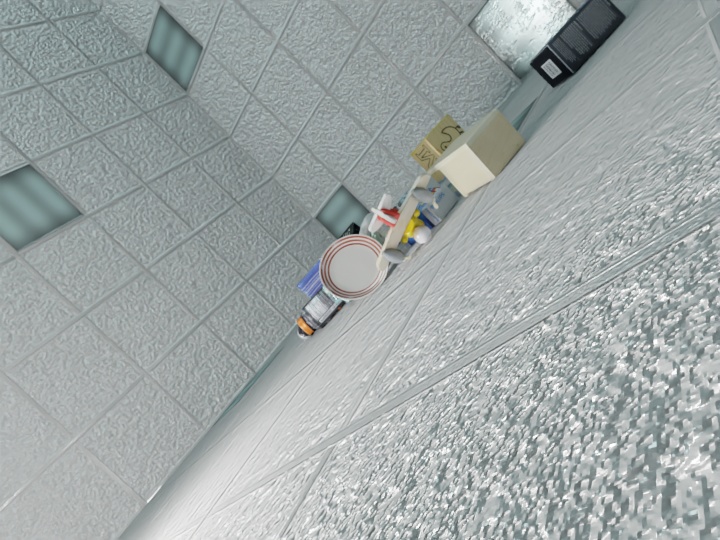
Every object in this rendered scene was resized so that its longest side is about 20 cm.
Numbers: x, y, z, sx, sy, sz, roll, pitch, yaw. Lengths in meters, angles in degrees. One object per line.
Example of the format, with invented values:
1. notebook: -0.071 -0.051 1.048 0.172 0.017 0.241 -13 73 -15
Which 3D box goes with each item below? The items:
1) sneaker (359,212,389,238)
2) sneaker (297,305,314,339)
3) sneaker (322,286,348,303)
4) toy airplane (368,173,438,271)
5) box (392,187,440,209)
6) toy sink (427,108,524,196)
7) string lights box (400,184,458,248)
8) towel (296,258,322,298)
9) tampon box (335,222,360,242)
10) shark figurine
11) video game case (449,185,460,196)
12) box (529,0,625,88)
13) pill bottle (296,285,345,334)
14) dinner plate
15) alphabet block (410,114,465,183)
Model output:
1. sneaker: 0.070 -0.123 1.584 0.199 0.099 0.079 -6 -59 -62
2. sneaker: -0.174 0.164 1.977 0.201 0.075 0.115 -57 -14 -38
3. sneaker: -0.040 0.066 1.696 0.199 0.087 0.078 -14 -24 -51
4. toy airplane: 0.110 -0.116 1.272 0.199 0.140 0.201 -45 -25 -31
5. box: 0.187 -0.214 1.708 0.135 0.040 0.200 1 34 33
6. toy sink: 0.273 -0.267 1.230 0.131 0.112 0.200 -48 8 -19
7. string lights box: 0.182 -0.148 1.445 0.103 0.059 0.200 -50 4 -30
8. towel: -0.123 0.060 1.901 0.145 0.200 0.024 -47 32 3
9. tampon box: -0.033 -0.046 1.957 0.200 0.149 0.127 -46 24 27
10. shark figurine: 0.049 0.002 1.479 0.090 0.126 0.217 69 -138 -66
11. video game case: 0.314 -0.273 1.506 0.182 0.023 0.200 -49 4 -14
12. box: 0.589 -0.630 1.408 0.200 0.107 0.148 -46 3 3
13. pill bottle: -0.141 0.136 1.852 0.200 0.106 0.106 -47 3 1
14. dinner plate: -0.018 -0.008 1.434 0.201 0.199 0.024 -48 -24 -13
15. alphabet block: 0.386 -0.563 2.397 0.196 0.200 0.196 -48 4 -19
